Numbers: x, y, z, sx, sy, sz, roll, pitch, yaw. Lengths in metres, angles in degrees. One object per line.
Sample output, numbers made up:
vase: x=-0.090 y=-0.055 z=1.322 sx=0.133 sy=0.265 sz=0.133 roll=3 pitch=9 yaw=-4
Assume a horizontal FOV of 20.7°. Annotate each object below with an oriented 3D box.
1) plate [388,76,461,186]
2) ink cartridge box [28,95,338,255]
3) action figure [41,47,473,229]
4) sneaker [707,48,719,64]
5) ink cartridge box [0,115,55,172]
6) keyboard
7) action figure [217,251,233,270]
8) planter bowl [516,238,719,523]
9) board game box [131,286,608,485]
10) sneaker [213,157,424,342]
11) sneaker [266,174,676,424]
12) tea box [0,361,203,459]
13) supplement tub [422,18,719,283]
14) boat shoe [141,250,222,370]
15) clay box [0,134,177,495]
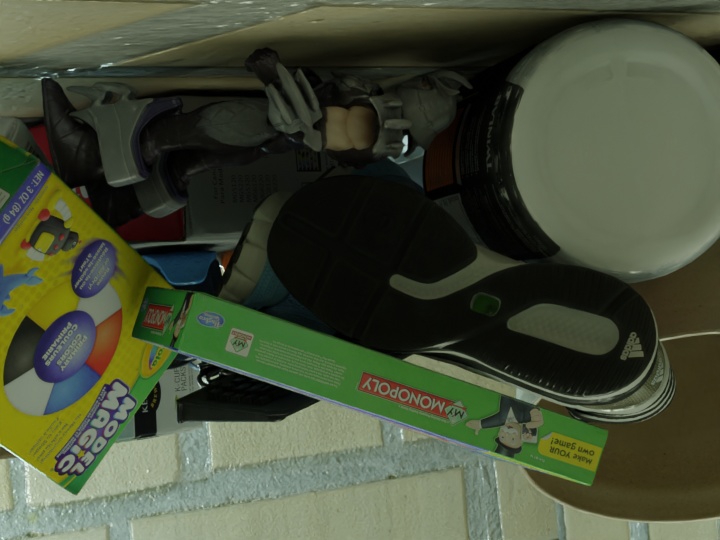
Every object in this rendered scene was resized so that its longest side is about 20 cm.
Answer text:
plate: x=0.087 y=-0.051 z=1.184 sx=0.199 sy=0.032 sz=0.200 roll=22 pitch=165 yaw=-20
ink cartridge box: x=-0.133 y=-0.049 z=1.146 sx=0.175 sy=0.084 sz=0.200 roll=-3 pitch=178 yaw=-45
action figure: x=-0.045 y=-0.070 z=0.935 sx=0.200 sy=0.070 sz=0.130 roll=-9 pitch=172 yaw=11
sneaker: x=0.222 y=-0.087 z=1.113 sx=0.114 sy=0.076 sz=0.199 roll=-3 pitch=176 yaw=0
ink cartridge box: x=-0.233 y=-0.031 z=1.023 sx=0.200 sy=0.057 sz=0.163 roll=16 pitch=155 yaw=26
keyboard: x=-0.025 y=0.043 z=1.079 sx=0.127 sy=0.021 sz=0.200 roll=-4 pitch=-167 yaw=41
action figure: x=-0.030 y=-0.015 z=1.288 sx=0.193 sy=0.105 sz=0.200 roll=2 pitch=170 yaw=32
planter bowl: x=0.180 y=0.035 z=1.101 sx=0.200 sy=0.135 sz=0.200 roll=-2 pitch=145 yaw=-1
board game box: x=0.000 y=0.052 z=0.921 sx=0.200 sy=0.029 sz=0.135 roll=19 pitch=176 yaw=-14
sneaker: x=0.000 y=0.000 z=1.025 sx=0.090 sy=0.078 sz=0.200 roll=32 pitch=-156 yaw=11
sneaker: x=0.054 y=0.027 z=0.914 sx=0.200 sy=0.076 sz=0.115 roll=23 pitch=168 yaw=27
tea box: x=-0.221 y=0.018 z=1.305 sx=0.133 sy=0.200 sz=0.197 roll=-4 pitch=180 yaw=39
supplement tub: x=0.102 y=-0.052 z=0.976 sx=0.122 sy=0.123 sz=0.200 roll=-5 pitch=180 yaw=-11
boat shoe: x=-0.123 y=0.027 z=1.163 sx=0.084 sy=0.069 sz=0.200 roll=-4 pitch=178 yaw=-5
clay box: x=-0.152 y=0.030 z=0.952 sx=0.048 sy=0.115 sz=0.200 roll=29 pitch=169 yaw=33
